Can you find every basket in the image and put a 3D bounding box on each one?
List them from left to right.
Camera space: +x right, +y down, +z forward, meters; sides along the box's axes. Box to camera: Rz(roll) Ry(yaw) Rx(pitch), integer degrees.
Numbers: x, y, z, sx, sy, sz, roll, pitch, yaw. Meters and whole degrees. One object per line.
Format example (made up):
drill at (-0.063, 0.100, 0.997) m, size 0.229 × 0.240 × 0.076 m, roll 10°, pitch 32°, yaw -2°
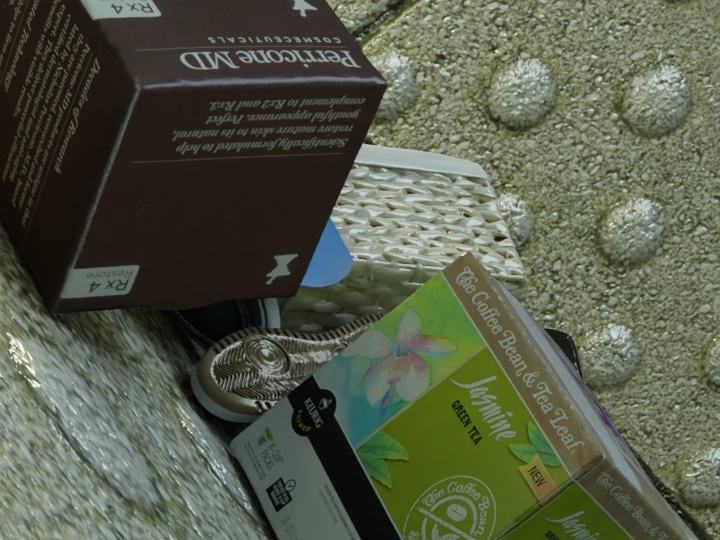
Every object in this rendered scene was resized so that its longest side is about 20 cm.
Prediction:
basket at (0.000, 0.000, 1.689) m, size 0.199 × 0.136 × 0.124 m, roll 6°, pitch 42°, yaw -31°

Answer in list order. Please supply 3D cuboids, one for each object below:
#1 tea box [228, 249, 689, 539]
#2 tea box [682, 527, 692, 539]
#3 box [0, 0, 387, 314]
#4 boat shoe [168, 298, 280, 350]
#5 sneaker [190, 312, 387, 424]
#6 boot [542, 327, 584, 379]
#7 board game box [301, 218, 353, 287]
tea box at (0.059, 0.136, 1.423) m, size 0.134 × 0.197 × 0.200 m, roll 46°, pitch 8°, yaw -42°
tea box at (0.165, 0.249, 1.632) m, size 0.200 × 0.134 × 0.197 m, roll 30°, pitch 18°, yaw -42°
box at (-0.120, -0.104, 1.366) m, size 0.165 × 0.165 × 0.200 m, roll -4°, pitch 44°, yaw -35°
boat shoe at (-0.134, -0.019, 1.550) m, size 0.201 × 0.071 × 0.091 m, roll 55°, pitch 21°, yaw 6°
sneaker at (-0.049, 0.090, 1.557) m, size 0.200 × 0.109 × 0.070 m, roll -9°, pitch 58°, yaw -47°
boot at (0.082, 0.119, 1.691) m, size 0.138 × 0.199 × 0.078 m, roll 49°, pitch 28°, yaw -47°
board game box at (-0.093, -0.057, 1.549) m, size 0.158 × 0.039 × 0.200 m, roll 13°, pitch 41°, yaw -49°
